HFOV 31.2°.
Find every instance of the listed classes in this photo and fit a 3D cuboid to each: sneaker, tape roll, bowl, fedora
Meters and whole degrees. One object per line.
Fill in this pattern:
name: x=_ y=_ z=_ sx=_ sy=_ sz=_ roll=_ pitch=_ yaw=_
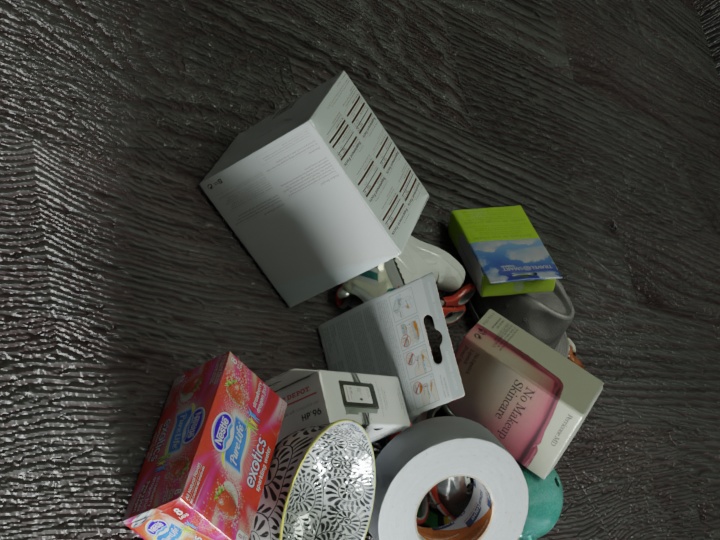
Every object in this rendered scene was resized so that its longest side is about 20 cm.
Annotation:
sneaker: x=0.072 y=0.016 z=1.852 sx=0.199 sy=0.073 sz=0.117 roll=27 pitch=52 yaw=-35
tape roll: x=0.105 y=0.285 z=1.585 sx=0.201 sy=0.200 sz=0.066 roll=48 pitch=-1 yaw=-24
bowl: x=-0.070 y=0.256 z=1.433 sx=0.200 sy=0.093 sz=0.204 roll=-26 pitch=121 yaw=-55
fedora: x=0.264 y=0.055 z=2.012 sx=0.200 sy=0.091 sz=0.176 roll=44 pitch=40 yaw=11
sneaker: x=0.125 y=0.244 z=1.642 sx=0.201 sy=0.081 sz=0.077 roll=57 pitch=42 yaw=-10
sneaker: x=0.000 y=0.001 z=1.735 sx=0.071 sy=0.092 sz=0.202 roll=87 pitch=-18 yaw=-66

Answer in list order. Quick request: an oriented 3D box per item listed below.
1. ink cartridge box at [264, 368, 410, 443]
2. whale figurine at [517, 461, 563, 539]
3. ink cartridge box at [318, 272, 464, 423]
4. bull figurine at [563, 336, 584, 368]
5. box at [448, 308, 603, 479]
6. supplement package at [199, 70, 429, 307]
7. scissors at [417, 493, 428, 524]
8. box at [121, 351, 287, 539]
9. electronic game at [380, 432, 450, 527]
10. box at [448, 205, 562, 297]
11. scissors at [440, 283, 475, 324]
ink cartridge box: x=-0.048 y=0.169 z=1.529 sx=0.199 sy=0.115 sz=0.069 roll=11 pitch=59 yaw=-51
whale figurine: x=0.222 y=0.317 z=1.810 sx=0.199 sy=0.103 sz=0.161 roll=6 pitch=64 yaw=-66
ink cartridge box: x=0.045 y=0.112 z=1.620 sx=0.047 sy=0.198 sz=0.162 roll=6 pitch=64 yaw=-50
bull figurine: x=0.314 y=0.186 z=2.076 sx=0.123 sy=0.064 sz=0.200 roll=68 pitch=27 yaw=-20
box: x=0.220 y=0.173 z=1.822 sx=0.199 sy=0.129 sz=0.109 roll=33 pitch=31 yaw=13
supplement package: x=-0.054 y=-0.101 z=1.625 sx=0.201 sy=0.190 sz=0.148 roll=54 pitch=34 yaw=-17
scissors: x=0.092 y=0.247 z=1.687 sx=0.073 sy=0.014 sz=0.200 roll=51 pitch=45 yaw=-14
box: x=-0.161 y=0.200 z=1.364 sx=0.100 sy=0.095 sz=0.202 roll=45 pitch=38 yaw=-26
electronic game: x=0.093 y=0.261 z=1.738 sx=0.199 sy=0.041 sz=0.203 roll=33 pitch=45 yaw=-40
box: x=0.219 y=-0.026 z=1.977 sx=0.120 sy=0.048 sz=0.201 roll=-5 pitch=36 yaw=-13
scissors: x=0.112 y=0.056 z=1.872 sx=0.014 sy=0.074 sz=0.199 roll=42 pitch=24 yaw=20
